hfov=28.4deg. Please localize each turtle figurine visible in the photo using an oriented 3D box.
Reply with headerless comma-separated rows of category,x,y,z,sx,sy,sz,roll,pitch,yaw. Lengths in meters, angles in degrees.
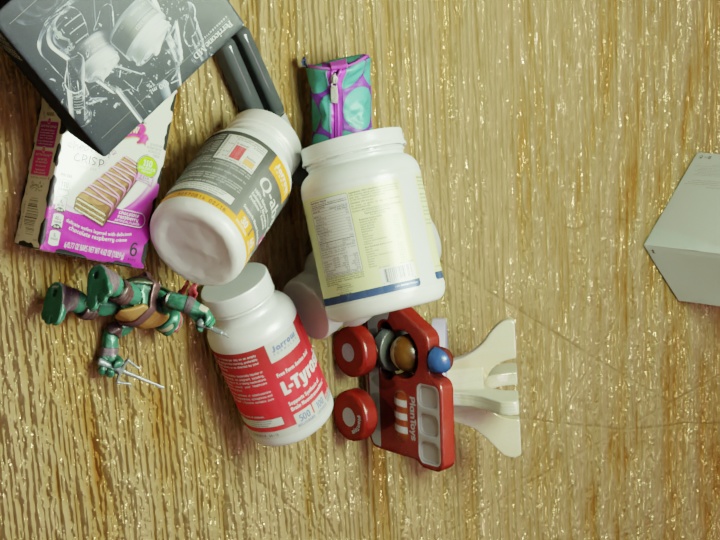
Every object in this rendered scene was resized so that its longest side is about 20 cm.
turtle figurine,-0.245,0.053,1.563,0.149,0.102,0.199,-37,145,20

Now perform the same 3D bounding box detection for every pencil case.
pencil case,-0.024,-0.161,1.740,0.092,0.084,0.203,-46,134,-74

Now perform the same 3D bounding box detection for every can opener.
can opener,-0.105,-0.190,1.675,0.053,0.066,0.202,-42,122,-31

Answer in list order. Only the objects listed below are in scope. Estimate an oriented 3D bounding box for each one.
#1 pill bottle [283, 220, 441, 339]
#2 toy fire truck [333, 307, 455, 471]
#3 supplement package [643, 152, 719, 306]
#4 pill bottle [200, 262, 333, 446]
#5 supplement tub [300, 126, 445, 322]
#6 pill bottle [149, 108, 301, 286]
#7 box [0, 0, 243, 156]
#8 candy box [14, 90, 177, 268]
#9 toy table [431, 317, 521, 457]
pill bottle,0.000,0.000,1.773,0.199,0.110,0.112,-36,119,-33
toy fire truck,0.058,0.142,1.809,0.111,0.167,0.203,-9,102,-42
supplement package,0.598,-0.062,2.268,0.147,0.190,0.201,50,64,-35
pill bottle,-0.114,0.098,1.680,0.112,0.111,0.202,-39,121,-32
supplement tub,0.011,-0.052,1.636,0.144,0.144,0.203,-12,89,-41
pill bottle,-0.145,-0.087,1.594,0.117,0.115,0.201,62,38,-30
box,-0.249,-0.253,1.392,0.200,0.104,0.183,-45,127,-10
candy box,-0.282,-0.113,1.526,0.135,0.061,0.203,11,88,-43
toy table,0.154,0.162,1.903,0.184,0.115,0.203,-78,164,-66
